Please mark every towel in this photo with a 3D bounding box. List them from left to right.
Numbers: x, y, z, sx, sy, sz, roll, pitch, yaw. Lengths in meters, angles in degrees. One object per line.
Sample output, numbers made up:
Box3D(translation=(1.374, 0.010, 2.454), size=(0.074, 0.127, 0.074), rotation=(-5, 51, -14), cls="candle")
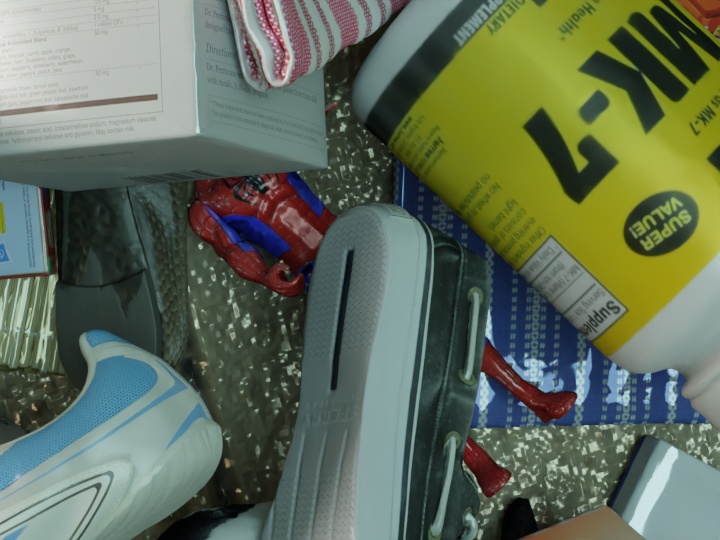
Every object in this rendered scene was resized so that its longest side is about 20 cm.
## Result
Box3D(translation=(-0.007, -0.154, 0.726), size=(0.030, 0.200, 0.147), rotation=(-5, 106, 22), cls="towel")
Box3D(translation=(0.107, -0.006, 0.894), size=(0.199, 0.024, 0.145), rotation=(0, 95, -15), cls="towel")

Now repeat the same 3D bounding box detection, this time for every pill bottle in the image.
Box3D(translation=(0.103, -0.036, 0.774), size=(0.200, 0.114, 0.114), rotation=(43, 80, 4), cls="pill bottle")

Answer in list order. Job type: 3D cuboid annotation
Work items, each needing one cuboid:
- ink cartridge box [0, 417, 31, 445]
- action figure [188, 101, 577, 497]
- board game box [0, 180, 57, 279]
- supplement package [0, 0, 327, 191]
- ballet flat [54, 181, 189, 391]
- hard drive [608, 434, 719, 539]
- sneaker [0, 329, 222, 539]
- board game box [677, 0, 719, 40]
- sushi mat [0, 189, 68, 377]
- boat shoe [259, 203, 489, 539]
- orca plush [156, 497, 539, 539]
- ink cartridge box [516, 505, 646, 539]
Box3D(translation=(-0.200, 0.151, 0.771), size=(0.146, 0.083, 0.201), rotation=(6, 90, -18), cls="ink cartridge box")
Box3D(translation=(0.000, 0.000, 0.811), size=(0.200, 0.099, 0.065), rotation=(42, 80, -1), cls="action figure")
Box3D(translation=(-0.174, -0.094, 0.779), size=(0.103, 0.019, 0.201), rotation=(-5, 92, 1), cls="board game box")
Box3D(translation=(-0.084, -0.135, 0.722), size=(0.113, 0.109, 0.201), rotation=(-3, 86, 21), cls="supplement package")
Box3D(translation=(-0.089, -0.048, 0.805), size=(0.067, 0.046, 0.201), rotation=(-3, 89, 21), cls="ballet flat")
Box3D(translation=(0.135, 0.191, 0.908), size=(0.132, 0.025, 0.200), rotation=(29, 84, -16), cls="hard drive")
Box3D(translation=(-0.136, 0.104, 0.718), size=(0.200, 0.072, 0.072), rotation=(-44, 72, -7), cls="sneaker")
Box3D(translation=(0.156, -0.097, 0.869), size=(0.134, 0.045, 0.201), rotation=(-22, 89, -17), cls="board game box")
Box3D(translation=(-0.143, -0.062, 0.814), size=(0.095, 0.012, 0.201), rotation=(10, 90, -18), cls="sushi mat")
Box3D(translation=(0.013, 0.077, 0.748), size=(0.071, 0.072, 0.201), rotation=(16, 80, -30), cls="boat shoe")
Box3D(translation=(-0.012, 0.111, 0.836), size=(0.200, 0.071, 0.106), rotation=(-9, 116, -38), cls="orca plush")
Box3D(translation=(0.093, 0.180, 0.768), size=(0.162, 0.200, 0.050), rotation=(-16, 129, -36), cls="ink cartridge box")
